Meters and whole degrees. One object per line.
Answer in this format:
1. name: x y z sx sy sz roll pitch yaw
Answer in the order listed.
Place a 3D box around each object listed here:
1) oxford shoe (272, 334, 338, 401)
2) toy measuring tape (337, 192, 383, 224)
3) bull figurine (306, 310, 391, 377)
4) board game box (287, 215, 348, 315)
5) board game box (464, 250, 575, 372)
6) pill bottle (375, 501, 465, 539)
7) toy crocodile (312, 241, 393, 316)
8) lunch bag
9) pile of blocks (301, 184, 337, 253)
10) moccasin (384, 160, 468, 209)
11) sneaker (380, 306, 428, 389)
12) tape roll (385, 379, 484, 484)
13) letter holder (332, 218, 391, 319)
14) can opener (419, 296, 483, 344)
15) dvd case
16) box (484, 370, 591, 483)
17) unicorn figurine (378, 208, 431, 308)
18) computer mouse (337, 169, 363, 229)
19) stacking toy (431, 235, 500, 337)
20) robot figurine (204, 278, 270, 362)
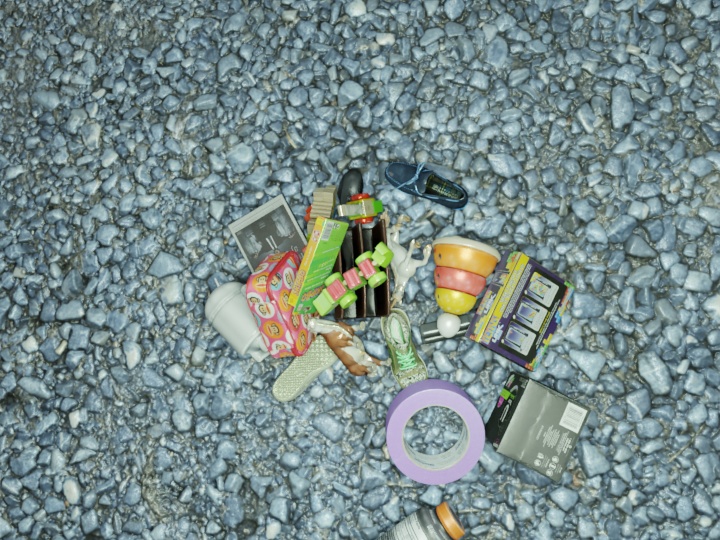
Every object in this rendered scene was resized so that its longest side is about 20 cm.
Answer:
1. oxford shoe: -0.113 0.210 1.187 0.075 0.058 0.200 42 75 16
2. toy measuring tape: -0.016 -0.128 1.150 0.073 0.200 0.074 5 102 27
3. bull figurine: -0.026 0.154 1.123 0.121 0.200 0.065 -1 48 44
4. board game box: -0.087 -0.008 1.082 0.030 0.095 0.202 22 98 24
5. board game box: 0.329 0.085 1.110 0.165 0.057 0.201 29 86 -20
6. pill bottle: 0.113 0.556 1.091 0.199 0.106 0.107 -36 81 2
7. toy crocodile: -0.015 0.019 1.066 0.199 0.062 0.068 -36 76 16
8. lunch bag: -0.154 0.066 1.138 0.081 0.176 0.201 -7 117 21
9. pile of blocks: -0.096 -0.099 1.208 0.062 0.082 0.202 6 69 8
10. moccasin: 0.149 -0.200 1.193 0.198 0.068 0.081 19 86 9
11. sneaker: 0.089 0.175 1.147 0.076 0.089 0.201 -22 82 4
12. tape roll: 0.151 0.331 1.110 0.198 0.066 0.202 0 96 1
13. letter holder: 0.000 0.000 1.137 0.100 0.142 0.202 -2 85 -12
14. can opener: 0.223 0.104 1.167 0.198 0.054 0.067 -13 50 6
15. dvd case: -0.197 -0.053 1.241 0.150 0.025 0.201 -30 80 3
16. box: 0.334 0.293 1.047 0.124 0.200 0.149 26 87 8
17. unicorn figurine: 0.087 -0.026 1.167 0.073 0.138 0.201 5 47 -31
18. computer mouse: -0.030 -0.133 1.225 0.058 0.034 0.202 7 85 7
19. stacking toy: 0.200 0.040 1.115 0.145 0.146 0.202 13 82 8
20. robot figurine: -0.261 0.106 1.185 0.200 0.113 0.170 44 124 9
